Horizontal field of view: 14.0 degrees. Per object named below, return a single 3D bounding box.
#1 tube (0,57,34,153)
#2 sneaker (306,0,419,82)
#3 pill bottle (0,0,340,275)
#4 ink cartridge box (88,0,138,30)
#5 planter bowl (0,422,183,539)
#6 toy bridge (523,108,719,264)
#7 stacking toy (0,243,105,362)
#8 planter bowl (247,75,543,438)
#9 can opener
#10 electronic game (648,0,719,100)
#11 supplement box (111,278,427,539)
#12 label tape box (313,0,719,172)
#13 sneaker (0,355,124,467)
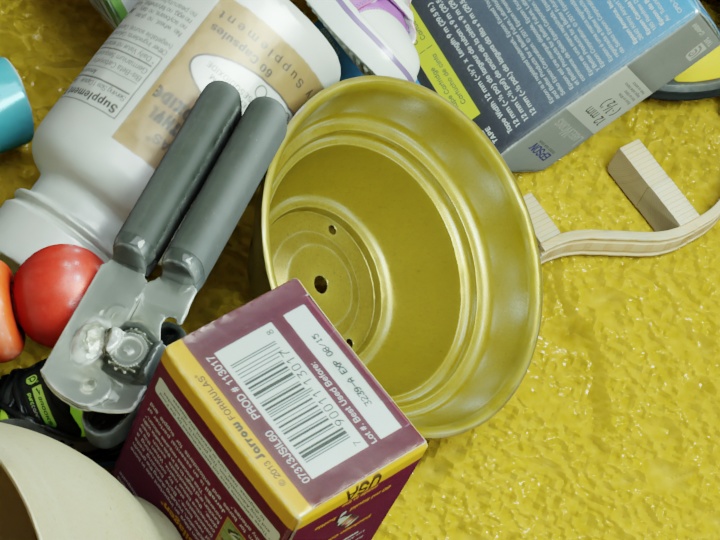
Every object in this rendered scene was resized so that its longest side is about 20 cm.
[{"bbox_3d":[-0.279,-0.063,1.602,0.200,0.050,0.077,-21,59,-21],"label":"tube"},{"bbox_3d":[0.013,-0.194,1.697,0.114,0.073,0.201,-33,51,8],"label":"sneaker"},{"bbox_3d":[-0.112,-0.065,1.580,0.114,0.114,0.200,36,78,7],"label":"pill bottle"},{"bbox_3d":[-0.075,-0.216,1.679,0.200,0.059,0.104,-35,43,-7],"label":"ink cartridge box"},{"bbox_3d":[-0.164,0.168,1.417,0.135,0.200,0.200,4,53,-47],"label":"planter bowl"},{"bbox_3d":[0.174,-0.045,1.730,0.200,0.027,0.067,-27,71,-28],"label":"toy bridge"},{"bbox_3d":[-0.222,0.030,1.494,0.200,0.085,0.085,-10,60,4],"label":"stacking toy"},{"bbox_3d":[0.000,0.000,1.598,0.200,0.083,0.201,13,69,-39],"label":"planter bowl"},{"bbox_3d":[-0.097,-0.002,1.485,0.053,0.067,0.200,19,60,15],"label":"can opener"},{"bbox_3d":[0.178,-0.190,1.813,0.200,0.042,0.200,7,58,-12],"label":"electronic game"},{"bbox_3d":[-0.056,0.111,1.460,0.086,0.200,0.110,-28,70,-31],"label":"supplement box"},{"bbox_3d":[0.091,-0.140,1.727,0.200,0.066,0.143,-36,67,12],"label":"label tape box"},{"bbox_3d":[-0.182,0.076,1.517,0.199,0.083,0.071,-13,63,-22],"label":"sneaker"}]
